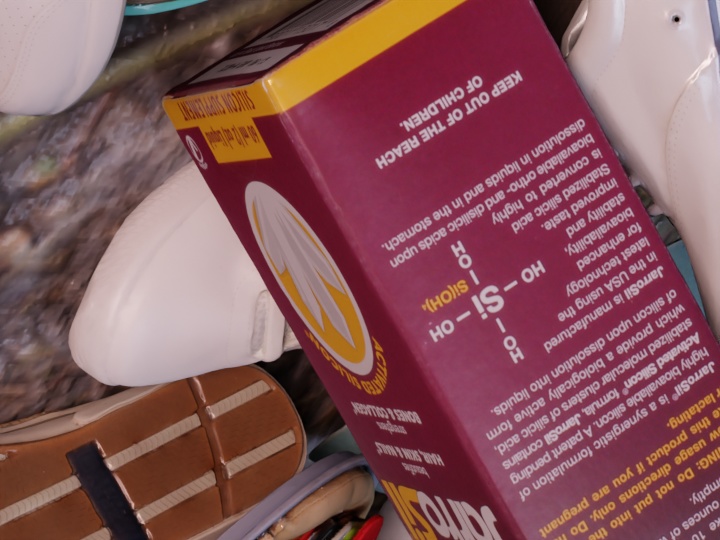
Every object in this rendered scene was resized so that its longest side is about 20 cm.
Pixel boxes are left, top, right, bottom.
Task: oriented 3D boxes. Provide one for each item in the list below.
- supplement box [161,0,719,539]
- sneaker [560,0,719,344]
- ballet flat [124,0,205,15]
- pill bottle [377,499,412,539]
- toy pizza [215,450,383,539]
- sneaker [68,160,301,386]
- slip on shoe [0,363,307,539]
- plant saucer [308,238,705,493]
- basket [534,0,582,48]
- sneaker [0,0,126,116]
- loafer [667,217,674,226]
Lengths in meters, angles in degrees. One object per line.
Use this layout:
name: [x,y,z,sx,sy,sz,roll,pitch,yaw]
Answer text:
supplement box: [0.036,0.011,0.834,0.086,0.200,0.110,-32,-170,-16]
sneaker: [0.094,-0.055,0.829,0.073,0.071,0.200,-63,146,-65]
ballet flat: [0.000,-0.125,0.789,0.200,0.068,0.067,-24,134,-40]
pill bottle: [0.071,0.125,1.088,0.200,0.111,0.111,-18,146,-4]
toy pizza: [-0.057,0.142,0.940,0.200,0.032,0.200,-45,169,-11]
sneaker: [0.000,0.000,0.911,0.200,0.088,0.075,-24,144,-38]
slip on shoe: [-0.109,0.082,0.889,0.200,0.076,0.061,-23,172,-37]
plant saucer: [0.076,0.036,1.016,0.200,0.036,0.200,-29,174,-3]
basket: [0.140,-0.157,0.881,0.180,0.136,0.200,-24,139,-38]
sneaker: [-0.101,-0.116,0.671,0.080,0.070,0.201,-18,138,-19]
loafer: [0.174,-0.095,1.037,0.200,0.072,0.063,-60,-171,23]
